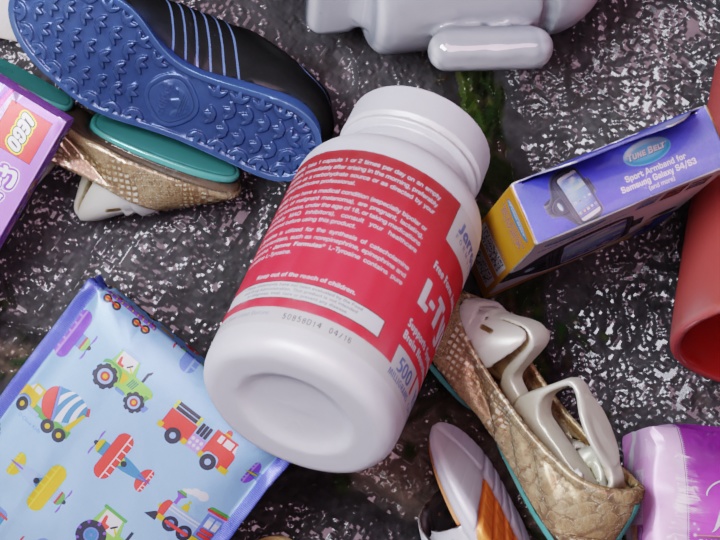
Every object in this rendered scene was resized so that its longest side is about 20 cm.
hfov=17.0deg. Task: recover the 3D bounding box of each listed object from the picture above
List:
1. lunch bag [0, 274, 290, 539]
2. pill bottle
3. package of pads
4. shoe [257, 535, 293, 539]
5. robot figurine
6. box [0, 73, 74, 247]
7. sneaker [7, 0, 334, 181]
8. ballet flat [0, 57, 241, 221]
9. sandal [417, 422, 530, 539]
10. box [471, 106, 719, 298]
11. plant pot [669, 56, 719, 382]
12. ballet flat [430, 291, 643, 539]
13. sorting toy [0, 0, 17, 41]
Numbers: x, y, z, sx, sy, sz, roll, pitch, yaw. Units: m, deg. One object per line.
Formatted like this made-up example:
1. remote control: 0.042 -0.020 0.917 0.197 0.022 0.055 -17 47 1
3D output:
1. lunch bag: -0.152 0.128 1.351 0.150 0.094 0.200 39 88 -3
2. pill bottle: 0.000 0.000 1.313 0.112 0.112 0.201 27 56 -3
3. package of pads: 0.210 0.191 1.384 0.119 0.076 0.202 5 79 -9
4. shoe: -0.042 0.252 1.363 0.069 0.053 0.202 -8 77 24
5. robot figurine: 0.062 -0.188 1.403 0.198 0.113 0.171 -9 67 -8
6. box: -0.268 -0.033 1.339 0.136 0.039 0.201 31 95 -3
7. sneaker: -0.107 -0.119 1.390 0.199 0.078 0.070 30 114 -5
8. ballet flat: -0.168 -0.068 1.391 0.199 0.071 0.066 25 106 0
9. sandal: 0.075 0.188 1.371 0.059 0.079 0.208 -26 98 17
10. box: 0.130 -0.037 1.346 0.118 0.200 0.042 -22 85 -9
11. plant pot: 0.274 -0.039 1.379 0.199 0.201 0.179 5 72 -6
12. ballet flat: 0.094 0.069 1.371 0.065 0.070 0.200 -44 76 28
13. sorting toy: -0.213 -0.218 1.396 0.179 0.107 0.201 21 79 -23
